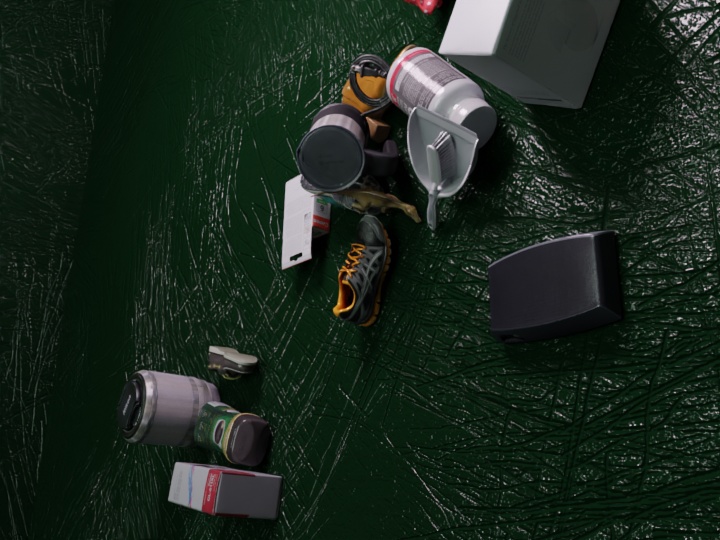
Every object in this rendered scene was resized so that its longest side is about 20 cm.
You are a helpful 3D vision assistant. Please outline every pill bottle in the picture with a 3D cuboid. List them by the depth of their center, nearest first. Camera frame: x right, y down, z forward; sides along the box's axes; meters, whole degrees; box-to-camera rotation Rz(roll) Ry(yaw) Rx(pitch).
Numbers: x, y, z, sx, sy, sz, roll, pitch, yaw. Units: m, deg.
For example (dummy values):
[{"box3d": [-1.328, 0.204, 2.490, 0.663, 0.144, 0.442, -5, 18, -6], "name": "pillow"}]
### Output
[{"box3d": [0.137, -0.282, 1.205, 0.111, 0.110, 0.200, -58, 46, 20], "name": "pill bottle"}]

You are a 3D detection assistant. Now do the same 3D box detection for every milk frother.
[{"box3d": [-0.019, -0.267, 1.284, 0.188, 0.178, 0.202, -83, -12, -66], "name": "milk frother"}]

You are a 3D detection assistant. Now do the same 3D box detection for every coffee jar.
[{"box3d": [-0.271, 0.345, 1.526, 0.199, 0.085, 0.105, 3, 76, 53], "name": "coffee jar"}]

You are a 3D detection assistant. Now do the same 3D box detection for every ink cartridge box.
[{"box3d": [-0.273, 0.438, 1.446, 0.199, 0.145, 0.084, -9, 69, 50], "name": "ink cartridge box"}, {"box3d": [-0.113, -0.104, 1.516, 0.109, 0.050, 0.202, -18, 65, 47], "name": "ink cartridge box"}]

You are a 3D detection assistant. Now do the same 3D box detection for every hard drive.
[{"box3d": [0.259, 0.023, 1.001, 0.199, 0.042, 0.136, -20, 62, 47], "name": "hard drive"}]

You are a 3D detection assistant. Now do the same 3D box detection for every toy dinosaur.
[{"box3d": [0.014, -0.131, 1.283, 0.101, 0.198, 0.059, -169, 92, -87], "name": "toy dinosaur"}]

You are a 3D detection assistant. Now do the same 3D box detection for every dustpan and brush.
[{"box3d": [0.127, -0.151, 1.175, 0.057, 0.201, 0.139, -38, 53, -23], "name": "dustpan and brush"}]

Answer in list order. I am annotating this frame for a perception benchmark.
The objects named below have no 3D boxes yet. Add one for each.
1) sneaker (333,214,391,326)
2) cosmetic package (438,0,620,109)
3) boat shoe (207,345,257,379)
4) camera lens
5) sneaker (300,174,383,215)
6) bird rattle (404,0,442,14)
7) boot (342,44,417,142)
[{"box3d": [0.000, 0.000, 1.294, 0.078, 0.077, 0.202, 8, 92, 54], "name": "sneaker"}, {"box3d": [0.246, -0.365, 1.029, 0.123, 0.199, 0.201, 25, 96, 52], "name": "cosmetic package"}, {"box3d": [-0.286, 0.212, 1.611, 0.201, 0.071, 0.061, 6, 86, 59], "name": "boat shoe"}, {"box3d": [-0.443, 0.319, 1.660, 0.159, 0.199, 0.162, -21, 61, 46], "name": "camera lens"}, {"box3d": [-0.025, -0.153, 1.404, 0.199, 0.080, 0.078, 25, 80, 34], "name": "sneaker"}, {"box3d": [0.166, -0.554, 1.289, 0.163, 0.112, 0.201, 35, 108, 34], "name": "bird rattle"}, {"box3d": [0.029, -0.362, 1.403, 0.144, 0.070, 0.202, 46, 121, 40], "name": "boot"}]
